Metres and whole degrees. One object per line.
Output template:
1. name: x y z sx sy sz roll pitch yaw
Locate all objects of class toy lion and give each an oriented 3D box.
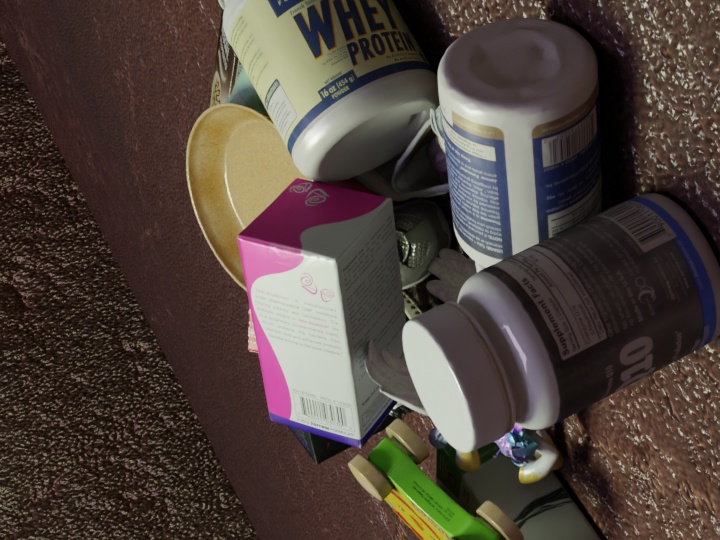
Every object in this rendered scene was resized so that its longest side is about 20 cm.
1. toy lion: 0.076 0.237 1.472 0.200 0.069 0.192 39 166 35

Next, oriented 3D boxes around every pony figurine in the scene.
1. pony figurine: 0.111 0.099 1.381 0.192 0.167 0.201 27 148 13

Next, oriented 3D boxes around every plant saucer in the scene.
1. plant saucer: -0.086 -0.064 1.471 0.199 0.035 0.202 28 131 38

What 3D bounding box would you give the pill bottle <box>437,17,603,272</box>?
1. pill bottle: 0.117 -0.069 1.128 0.111 0.110 0.201 50 158 44

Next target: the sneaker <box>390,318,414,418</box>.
1. sneaker: 0.045 0.094 1.677 0.200 0.066 0.091 83 165 -70

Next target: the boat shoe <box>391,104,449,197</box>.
1. boat shoe: 0.078 -0.100 1.295 0.075 0.064 0.202 65 164 1

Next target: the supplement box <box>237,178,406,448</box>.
1. supplement box: -0.027 0.036 1.367 0.100 0.103 0.201 14 131 27

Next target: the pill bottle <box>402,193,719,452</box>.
1. pill bottle: 0.135 0.037 1.059 0.114 0.199 0.114 56 162 29

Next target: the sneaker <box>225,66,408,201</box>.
1. sneaker: -0.038 -0.124 1.497 0.200 0.074 0.118 41 141 -5

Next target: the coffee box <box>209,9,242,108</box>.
1. coffee box: -0.112 -0.168 1.638 0.113 0.079 0.201 -104 21 -50

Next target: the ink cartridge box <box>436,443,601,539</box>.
1. ink cartridge box: 0.156 0.255 1.526 0.201 0.083 0.147 55 162 31

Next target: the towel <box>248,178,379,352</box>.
1. towel: -0.046 -0.004 1.587 0.143 0.022 0.202 10 105 25

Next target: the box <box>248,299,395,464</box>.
1. box: -0.042 0.108 1.885 0.106 0.121 0.201 45 154 50

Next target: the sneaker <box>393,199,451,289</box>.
1. sneaker: 0.000 0.000 1.506 0.075 0.199 0.082 61 -152 2

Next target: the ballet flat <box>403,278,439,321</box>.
1. ballet flat: 0.063 0.058 1.556 0.200 0.075 0.068 51 161 42

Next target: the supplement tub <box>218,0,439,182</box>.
1. supplement tub: -0.032 -0.195 1.367 0.201 0.144 0.145 61 164 15
